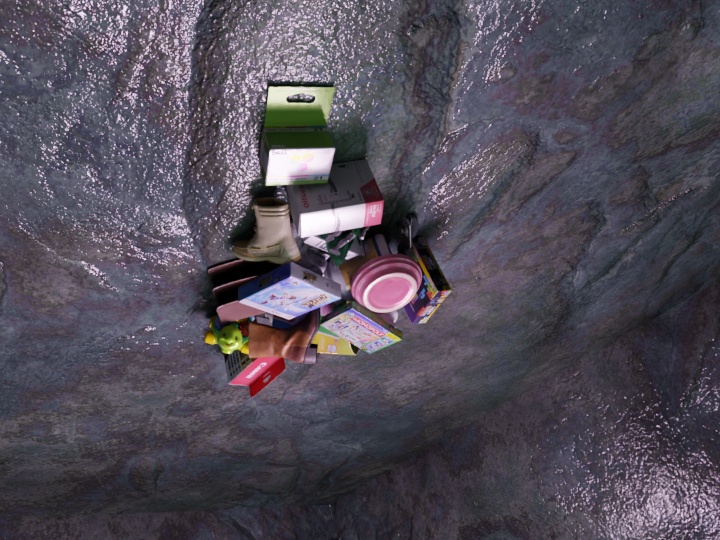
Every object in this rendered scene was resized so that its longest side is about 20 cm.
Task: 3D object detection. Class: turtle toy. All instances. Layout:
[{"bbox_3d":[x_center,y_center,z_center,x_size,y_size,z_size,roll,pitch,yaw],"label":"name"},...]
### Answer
[{"bbox_3d":[-0.365,0.170,1.596,0.144,0.201,0.102,16,115,-11],"label":"turtle toy"}]

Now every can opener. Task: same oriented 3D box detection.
[{"bbox_3d":[0.141,-0.059,1.580,0.066,0.053,0.202,-19,121,-23],"label":"can opener"}]

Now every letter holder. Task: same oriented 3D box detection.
[{"bbox_3d":[-0.300,0.043,1.516,0.197,0.101,0.143,-14,144,-8],"label":"letter holder"}]

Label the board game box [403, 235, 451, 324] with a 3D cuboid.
[{"bbox_3d":[0.168,0.028,1.643,0.056,0.201,0.166,-2,142,-32],"label":"board game box"}]

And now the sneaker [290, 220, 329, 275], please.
[{"bbox_3d":[-0.140,-0.049,1.453,0.113,0.076,0.201,16,145,3],"label":"sneaker"}]

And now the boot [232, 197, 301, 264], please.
[{"bbox_3d":[-0.243,-0.100,1.357,0.073,0.198,0.157,-40,130,-47],"label":"boot"}]

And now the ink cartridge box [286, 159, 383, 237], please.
[{"bbox_3d":[-0.062,-0.169,1.296,0.197,0.148,0.083,-11,145,-14],"label":"ink cartridge box"}]

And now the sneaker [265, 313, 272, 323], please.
[{"bbox_3d":[-0.206,0.086,1.654,0.199,0.075,0.087,-31,133,10],"label":"sneaker"}]

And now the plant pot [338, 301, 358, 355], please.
[{"bbox_3d":[-0.118,0.180,1.754,0.197,0.189,0.188,-7,148,11],"label":"plant pot"}]

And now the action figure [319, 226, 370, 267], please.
[{"bbox_3d":[-0.018,-0.112,1.415,0.054,0.200,0.119,2,123,38],"label":"action figure"}]

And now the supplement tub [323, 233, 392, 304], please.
[{"bbox_3d":[0.000,0.000,1.567,0.198,0.146,0.145,-25,146,7],"label":"supplement tub"}]

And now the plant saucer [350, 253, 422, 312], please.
[{"bbox_3d":[0.073,0.044,1.494,0.198,0.051,0.202,-9,137,-9],"label":"plant saucer"}]

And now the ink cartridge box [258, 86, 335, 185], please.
[{"bbox_3d":[-0.129,-0.278,1.171,0.146,0.076,0.201,-6,145,-20],"label":"ink cartridge box"}]

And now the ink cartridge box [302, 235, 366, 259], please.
[{"bbox_3d":[-0.071,-0.092,1.441,0.039,0.100,0.199,-34,143,32],"label":"ink cartridge box"}]

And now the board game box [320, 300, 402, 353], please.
[{"bbox_3d":[0.004,0.163,1.574,0.199,0.029,0.134,34,136,-30],"label":"board game box"}]

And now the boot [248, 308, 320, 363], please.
[{"bbox_3d":[-0.213,0.161,1.570,0.197,0.069,0.191,7,99,0],"label":"boot"}]

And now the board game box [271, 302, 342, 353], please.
[{"bbox_3d":[-0.157,0.157,1.619,0.197,0.155,0.040,4,-173,-7],"label":"board game box"}]

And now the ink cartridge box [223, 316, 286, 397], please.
[{"bbox_3d":[-0.335,0.275,1.754,0.083,0.177,0.200,17,132,-43],"label":"ink cartridge box"}]

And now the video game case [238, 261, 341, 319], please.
[{"bbox_3d":[-0.180,0.058,1.424,0.199,0.046,0.180,-23,148,35],"label":"video game case"}]

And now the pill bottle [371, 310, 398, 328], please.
[{"bbox_3d":[0.047,0.103,1.686,0.109,0.202,0.111,-14,146,-10],"label":"pill bottle"}]
